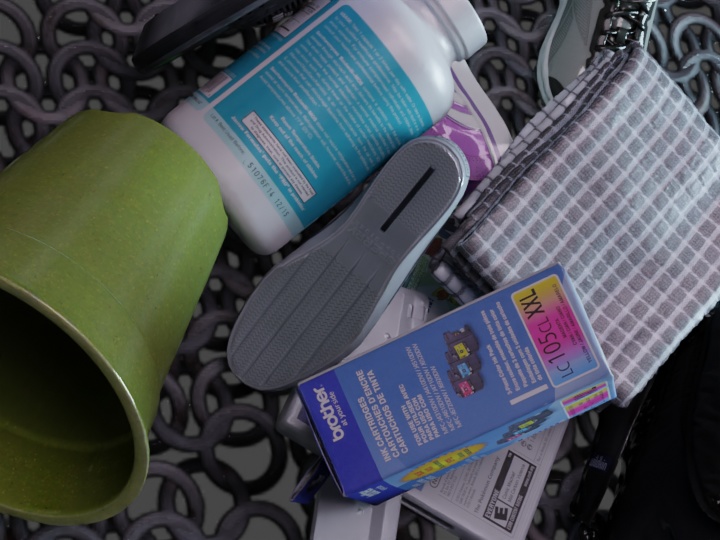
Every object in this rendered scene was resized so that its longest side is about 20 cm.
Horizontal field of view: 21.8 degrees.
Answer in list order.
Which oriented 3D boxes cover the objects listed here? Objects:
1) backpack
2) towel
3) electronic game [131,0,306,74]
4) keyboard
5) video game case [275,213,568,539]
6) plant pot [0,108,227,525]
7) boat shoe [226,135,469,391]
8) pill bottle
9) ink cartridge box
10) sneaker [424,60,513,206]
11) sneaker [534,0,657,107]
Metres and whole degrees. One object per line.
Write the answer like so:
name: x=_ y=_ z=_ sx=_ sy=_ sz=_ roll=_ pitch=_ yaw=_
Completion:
backpack: x=0.241 y=0.122 z=1.249 sx=0.127 sy=0.167 sz=0.200 roll=36 pitch=54 yaw=-33
towel: x=0.162 y=-0.024 z=1.222 sx=0.166 sy=0.086 sz=0.200 roll=45 pitch=76 yaw=-17
electronic game: x=-0.055 y=-0.178 z=1.176 sx=0.200 sy=0.200 sz=0.042 roll=-35 pitch=99 yaw=-32
keyboard: x=0.006 y=0.099 z=1.191 sx=0.056 sy=0.011 sz=0.200 roll=15 pitch=65 yaw=-14
video game case: x=0.059 y=0.065 z=1.246 sx=0.182 sy=0.022 sz=0.200 roll=32 pitch=61 yaw=-13
plant pot: x=-0.170 y=0.009 z=1.075 sx=0.200 sy=0.200 sz=0.190 roll=38 pitch=46 yaw=-9
boat shoe: x=0.000 y=0.000 z=1.185 sx=0.200 sy=0.067 sz=0.074 roll=-43 pitch=82 yaw=9
pill bottle: x=-0.018 y=-0.109 z=1.179 sx=0.200 sy=0.111 sz=0.111 roll=-38 pitch=90 yaw=-4
ink cartridge box: x=0.046 y=0.077 z=1.105 sx=0.200 sy=0.136 sz=0.076 roll=-23 pitch=78 yaw=5
sneaker: x=0.027 y=-0.098 z=1.270 sx=0.114 sy=0.073 sz=0.201 roll=-23 pitch=77 yaw=-23
sneaker: x=0.179 y=-0.179 z=1.363 sx=0.074 sy=0.079 sz=0.201 roll=16 pitch=66 yaw=-22
